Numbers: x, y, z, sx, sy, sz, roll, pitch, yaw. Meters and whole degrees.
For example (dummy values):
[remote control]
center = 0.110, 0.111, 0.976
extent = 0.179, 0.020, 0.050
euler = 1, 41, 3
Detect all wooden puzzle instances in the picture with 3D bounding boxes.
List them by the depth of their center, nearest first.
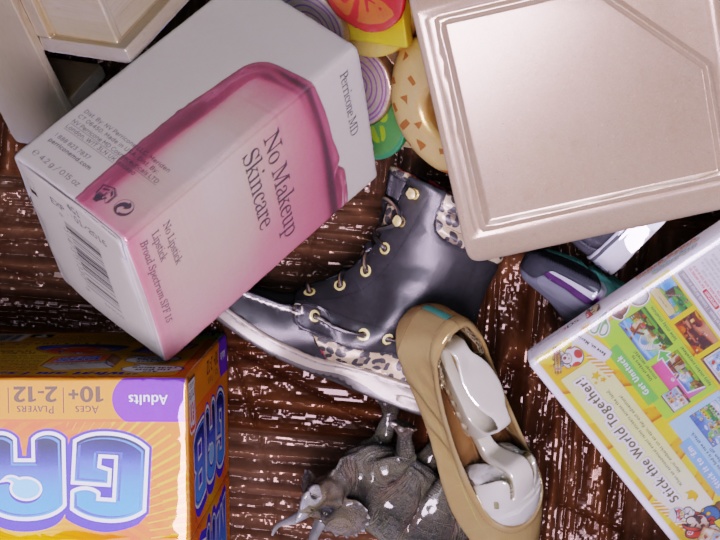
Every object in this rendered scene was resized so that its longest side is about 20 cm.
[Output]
[wooden puzzle]
center = 0.138, -0.111, 1.044
extent = 0.184, 0.037, 0.201
euler = -12, 118, 6

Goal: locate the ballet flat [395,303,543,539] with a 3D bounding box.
[ballet flat]
center = 0.081, 0.115, 1.115
extent = 0.068, 0.063, 0.201
euler = -35, 110, -26

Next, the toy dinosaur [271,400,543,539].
[toy dinosaur]
center = 0.032, 0.153, 1.172
extent = 0.199, 0.077, 0.103
euler = 20, 100, -32

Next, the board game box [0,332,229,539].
[board game box]
center = -0.196, 0.153, 1.106
extent = 0.198, 0.200, 0.201
euler = 0, 95, 3

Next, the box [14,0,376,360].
[box]
center = -0.098, -0.065, 1.067
extent = 0.109, 0.128, 0.200
euler = 35, 64, 29

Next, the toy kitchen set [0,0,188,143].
[toy kitchen set]
center = -0.183, -0.200, 1.148
extent = 0.199, 0.181, 0.164
euler = 12, 140, 32

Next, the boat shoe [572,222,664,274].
[boat shoe]
center = 0.209, -0.093, 1.139
extent = 0.068, 0.072, 0.200
euler = 40, 103, -4

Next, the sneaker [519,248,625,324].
[sneaker]
center = 0.183, 0.064, 1.152
extent = 0.199, 0.074, 0.088
euler = 31, 101, -2

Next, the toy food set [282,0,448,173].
[toy food set]
center = 0.016, -0.158, 1.100
extent = 0.197, 0.049, 0.201
euler = 12, 130, 29

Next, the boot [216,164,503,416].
[boot]
center = 0.000, 0.000, 1.150
extent = 0.199, 0.073, 0.151
euler = 24, 97, -4

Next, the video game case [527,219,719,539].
[video game case]
center = 0.240, 0.078, 1.117
extent = 0.182, 0.023, 0.200
euler = -35, 111, 14
